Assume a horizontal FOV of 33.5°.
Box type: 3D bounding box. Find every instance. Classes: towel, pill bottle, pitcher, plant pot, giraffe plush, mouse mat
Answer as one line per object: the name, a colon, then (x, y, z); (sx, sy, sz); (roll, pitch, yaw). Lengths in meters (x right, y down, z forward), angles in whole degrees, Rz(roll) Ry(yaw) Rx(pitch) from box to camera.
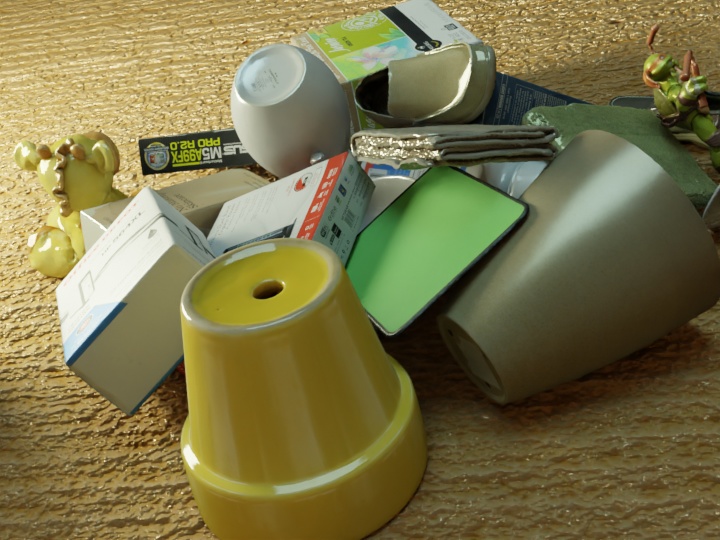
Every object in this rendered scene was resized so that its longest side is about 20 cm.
towel: (0.264, -0.111, 1.198); (0.198, 0.037, 0.149); (-5, 48, -37)
pill bottle: (0.105, -0.079, 1.235); (0.198, 0.113, 0.112); (9, 37, 31)
pitcher: (-0.052, -0.130, 1.270); (0.120, 0.201, 0.172); (-32, 55, -2)
plant pot: (0.169, 0.016, 1.013); (0.199, 0.188, 0.187); (-37, 36, -14)
giraffe plush: (-0.312, -0.084, 1.352); (0.170, 0.164, 0.201); (-15, 30, -4)
plant pot: (-0.057, 0.088, 0.948); (0.198, 0.191, 0.202); (-9, 31, 5)
mouse mat: (0.051, -0.025, 1.055); (0.161, 0.008, 0.200); (-42, 25, -3)
towel: (0.082, -0.113, 1.089); (0.131, 0.035, 0.200); (-5, 9, -18)

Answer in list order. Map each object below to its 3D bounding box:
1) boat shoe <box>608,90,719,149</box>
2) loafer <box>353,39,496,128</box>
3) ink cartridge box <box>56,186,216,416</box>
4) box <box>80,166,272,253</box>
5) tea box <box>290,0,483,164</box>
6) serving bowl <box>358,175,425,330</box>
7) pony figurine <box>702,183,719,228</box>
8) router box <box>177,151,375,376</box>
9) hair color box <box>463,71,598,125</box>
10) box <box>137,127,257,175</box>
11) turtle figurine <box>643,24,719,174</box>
boat shoe: (0.367, -0.182, 1.345); (0.199, 0.067, 0.072); (19, 43, 41)
loafer: (0.061, -0.181, 1.205); (0.068, 0.077, 0.199); (6, -11, -32)
ink cartridge box: (-0.206, 0.022, 1.117); (0.146, 0.084, 0.200); (-48, 25, 2)
box: (-0.190, -0.042, 1.289); (0.198, 0.079, 0.095); (-20, 29, -31)
tea box: (0.037, -0.227, 1.480); (0.194, 0.135, 0.200); (-19, 31, -9)
serving bowl: (0.000, 0.000, 1.164); (0.198, 0.066, 0.201); (-27, 33, 20)
pony figurine: (0.421, -0.103, 1.107); (0.166, 0.194, 0.200); (-31, 54, -23)
router box: (-0.090, -0.005, 1.150); (0.178, 0.049, 0.201); (-19, 37, 37)
hair color box: (0.177, -0.158, 1.269); (0.198, 0.061, 0.100); (11, 0, -34)
box: (-0.156, -0.150, 1.445); (0.158, 0.045, 0.200); (-4, 8, 15)
turtle figurine: (0.338, -0.164, 1.220); (0.064, 0.161, 0.200); (-41, 11, 13)
